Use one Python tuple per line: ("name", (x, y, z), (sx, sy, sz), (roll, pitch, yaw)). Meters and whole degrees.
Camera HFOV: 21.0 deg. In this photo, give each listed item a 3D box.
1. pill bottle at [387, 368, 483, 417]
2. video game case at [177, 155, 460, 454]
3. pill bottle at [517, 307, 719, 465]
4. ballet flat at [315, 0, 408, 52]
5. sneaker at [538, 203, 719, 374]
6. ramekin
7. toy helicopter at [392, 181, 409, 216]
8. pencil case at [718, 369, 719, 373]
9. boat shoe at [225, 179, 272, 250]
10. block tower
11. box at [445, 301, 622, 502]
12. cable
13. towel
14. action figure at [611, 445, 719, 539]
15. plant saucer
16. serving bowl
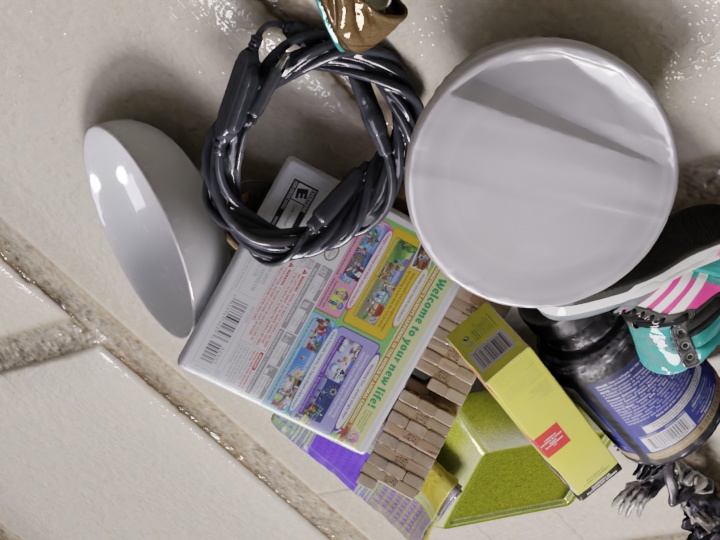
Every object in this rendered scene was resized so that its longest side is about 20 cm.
("pill bottle", (0.056, 0.130, 1.826), (0.111, 0.111, 0.200), (15, 146, 5))
("video game case", (-0.028, 0.031, 1.617), (0.181, 0.201, 0.022), (27, -170, -16))
("pill bottle", (0.221, 0.071, 1.661), (0.111, 0.112, 0.200), (-12, 135, 37))
("ballet flat", (-0.022, -0.237, 1.397), (0.072, 0.068, 0.200), (-21, 133, 17))
("sneaker", (0.220, 0.031, 1.530), (0.084, 0.199, 0.121), (40, 141, 49))
("ramekin", (0.130, -0.082, 1.438), (0.201, 0.094, 0.203), (0, 111, -1))
("toy helicopter", (0.085, -0.064, 1.576), (0.132, 0.079, 0.200), (34, 157, -32))
("pencil case", (0.355, 0.055, 1.596), (0.092, 0.085, 0.200), (10, 145, 3))
("boat shoe", (-0.056, -0.015, 1.723), (0.200, 0.076, 0.074), (45, 166, -29))
("block tower", (0.066, 0.103, 1.669), (0.058, 0.201, 0.054), (28, -177, 4))
("box", (0.149, 0.113, 1.639), (0.075, 0.050, 0.200), (49, 179, 46))
("cable", (-0.040, -0.095, 1.545), (0.162, 0.051, 0.201), (13, 109, -15))
("towel", (0.002, 0.167, 1.782), (0.200, 0.023, 0.144), (41, 150, 7))
("action figure", (0.297, 0.224, 1.841), (0.200, 0.102, 0.119), (56, 175, -37))
("plant saucer", (0.148, 0.175, 1.796), (0.199, 0.048, 0.200), (-8, 146, -22))
("serving bowl", (-0.165, -0.043, 1.672), (0.200, 0.066, 0.201), (49, 153, 35))
